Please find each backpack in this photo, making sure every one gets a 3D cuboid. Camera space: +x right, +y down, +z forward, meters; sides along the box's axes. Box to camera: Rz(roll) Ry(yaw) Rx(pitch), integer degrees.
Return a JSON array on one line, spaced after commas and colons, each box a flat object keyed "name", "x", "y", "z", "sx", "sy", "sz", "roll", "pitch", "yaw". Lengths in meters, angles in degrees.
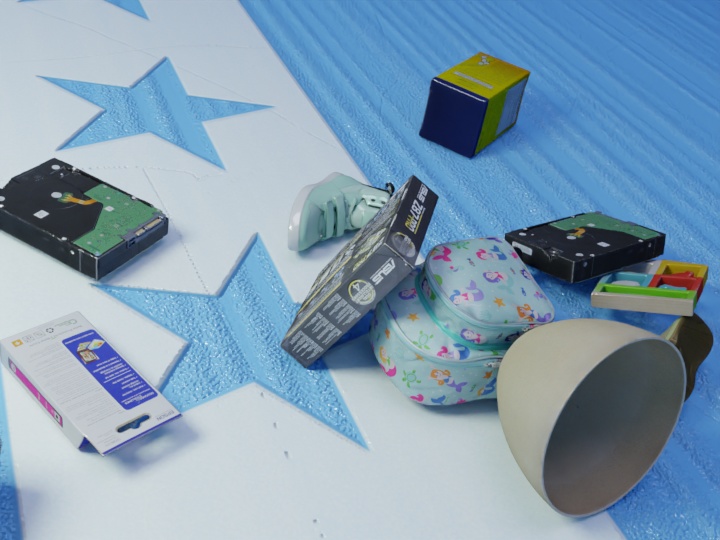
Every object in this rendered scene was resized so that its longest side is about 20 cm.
[{"name": "backpack", "x": 0.114, "y": 0.060, "z": 1.037, "sx": 0.197, "sy": 0.152, "sz": 0.179, "roll": -9, "pitch": 46, "yaw": -20}]

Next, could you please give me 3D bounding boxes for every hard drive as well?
[{"name": "hard drive", "x": -0.363, "y": -0.069, "z": 1.146, "sx": 0.198, "sy": 0.038, "sz": 0.140, "roll": 24, "pitch": 36, "yaw": 17}, {"name": "hard drive", "x": 0.323, "y": -0.037, "z": 1.299, "sx": 0.198, "sy": 0.038, "sz": 0.139, "roll": -15, "pitch": 27, "yaw": -33}]

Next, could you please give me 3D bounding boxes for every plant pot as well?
[{"name": "plant pot", "x": 0.218, "y": 0.130, "z": 0.936, "sx": 0.198, "sy": 0.204, "sz": 0.134, "roll": -12, "pitch": 29, "yaw": -31}]

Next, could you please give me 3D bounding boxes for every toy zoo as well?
[{"name": "toy zoo", "x": 0.401, "y": 0.016, "z": 1.236, "sx": 0.129, "sy": 0.021, "sz": 0.199, "roll": 5, "pitch": 19, "yaw": 27}]

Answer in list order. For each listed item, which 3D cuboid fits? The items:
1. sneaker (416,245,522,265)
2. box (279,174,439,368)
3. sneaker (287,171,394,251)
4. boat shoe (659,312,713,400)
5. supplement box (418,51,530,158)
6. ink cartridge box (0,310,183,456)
[{"name": "sneaker", "x": 0.133, "y": -0.005, "z": 1.199, "sx": 0.197, "sy": 0.078, "sz": 0.088, "roll": -12, "pitch": 33, "yaw": -34}, {"name": "box", "x": 0.000, "y": 0.000, "z": 1.036, "sx": 0.049, "sy": 0.200, "sz": 0.162, "roll": 40, "pitch": 33, "yaw": -8}, {"name": "sneaker", "x": -0.019, "y": -0.077, "z": 1.239, "sx": 0.116, "sy": 0.075, "sz": 0.201, "roll": 16, "pitch": 32, "yaw": 17}, {"name": "boat shoe", "x": 0.369, "y": 0.122, "z": 1.111, "sx": 0.073, "sy": 0.063, "sz": 0.200, "roll": 47, "pitch": 48, "yaw": 3}, {"name": "supplement box", "x": 0.202, "y": -0.295, "z": 1.590, "sx": 0.108, "sy": 0.110, "sz": 0.200, "roll": 27, "pitch": 37, "yaw": 21}, {"name": "ink cartridge box", "x": -0.278, "y": 0.119, "z": 0.924, "sx": 0.199, "sy": 0.038, "sz": 0.094, "roll": 34, "pitch": 39, "yaw": 32}]
